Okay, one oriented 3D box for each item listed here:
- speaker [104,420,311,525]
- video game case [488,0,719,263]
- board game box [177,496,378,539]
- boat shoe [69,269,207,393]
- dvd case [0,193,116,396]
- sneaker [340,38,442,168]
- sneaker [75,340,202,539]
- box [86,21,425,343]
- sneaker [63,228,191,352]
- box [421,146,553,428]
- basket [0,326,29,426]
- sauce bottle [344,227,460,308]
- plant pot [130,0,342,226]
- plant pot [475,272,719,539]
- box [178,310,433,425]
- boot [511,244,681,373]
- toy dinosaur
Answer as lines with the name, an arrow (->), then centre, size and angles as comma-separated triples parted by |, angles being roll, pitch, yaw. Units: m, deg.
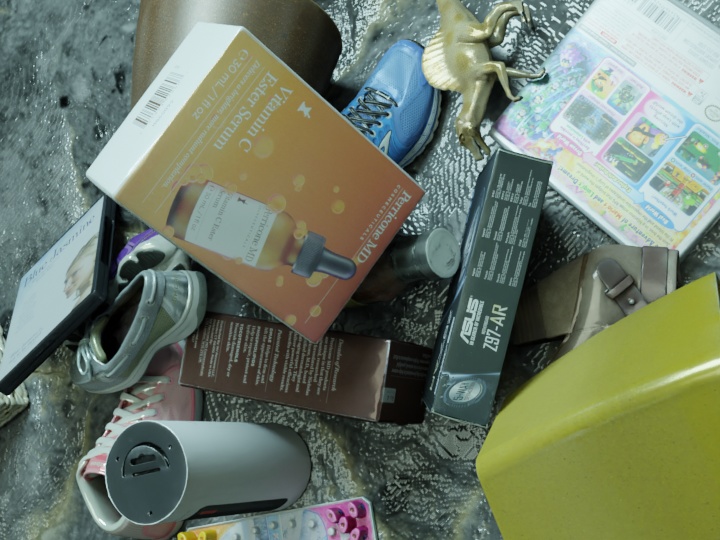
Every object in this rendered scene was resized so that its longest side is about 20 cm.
speaker -> -0.123, 0.167, 0.881 | 0.081, 0.200, 0.082 | -4, 80, 25
video game case -> 0.234, -0.125, 0.860 | 0.200, 0.024, 0.182 | 44, 101, 23
board game box -> -0.068, 0.318, 0.929 | 0.199, 0.026, 0.201 | -15, 75, 23
boat shoe -> -0.214, 0.053, 0.943 | 0.202, 0.065, 0.075 | -31, 54, 42
dvd case -> -0.294, 0.016, 1.021 | 0.143, 0.018, 0.200 | -42, 28, 15
sneaker -> 0.005, -0.115, 0.929 | 0.078, 0.089, 0.201 | 27, 91, 26
sneaker -> -0.208, 0.152, 0.978 | 0.075, 0.105, 0.202 | -3, 79, 26
box -> -0.079, -0.067, 0.804 | 0.153, 0.200, 0.106 | -54, 28, -4
sneaker -> -0.230, 0.019, 1.038 | 0.200, 0.081, 0.084 | -35, 26, 27
box -> 0.096, 0.015, 0.825 | 0.043, 0.160, 0.201 | 14, 89, 2
basket -> -0.486, 0.100, 1.085 | 0.200, 0.161, 0.199 | -34, 69, 17
sauce bottle -> 0.000, 0.000, 0.890 | 0.199, 0.066, 0.066 | -7, 78, 47
plant pot -> -0.126, -0.129, 0.918 | 0.186, 0.187, 0.201 | 4, 72, 26
plant pot -> 0.191, 0.142, 0.707 | 0.176, 0.200, 0.201 | -20, 97, 21
box -> -0.048, 0.084, 0.916 | 0.199, 0.100, 0.075 | 9, 85, 26
boot -> 0.201, 0.081, 0.814 | 0.145, 0.070, 0.201 | -14, 89, 16
toy dinosaur -> 0.097, -0.200, 0.899 | 0.101, 0.058, 0.201 | -18, 70, 17
